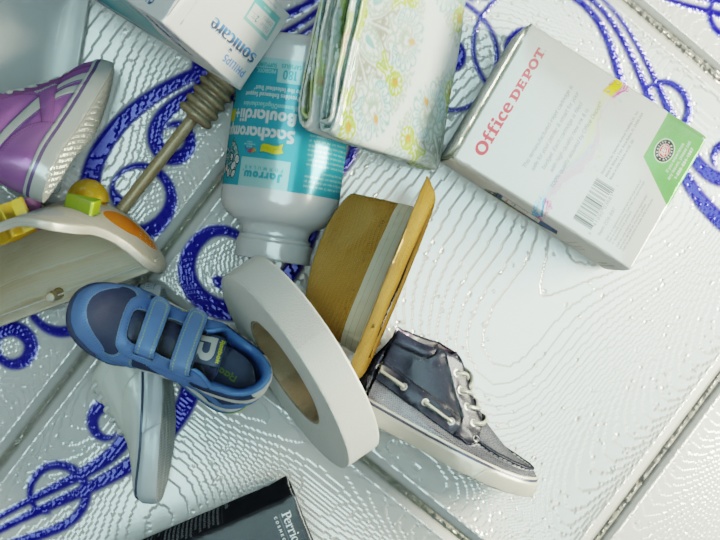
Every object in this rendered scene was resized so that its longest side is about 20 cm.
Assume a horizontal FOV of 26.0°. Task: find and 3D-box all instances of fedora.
[{"bbox_3d":[0.000,0.000,1.396,0.081,0.201,0.203,22,89,3],"label":"fedora"}]

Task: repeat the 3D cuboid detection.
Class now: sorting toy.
[{"bbox_3d":[-0.294,-0.018,1.356,0.198,0.180,0.108,-19,87,6],"label":"sorting toy"}]

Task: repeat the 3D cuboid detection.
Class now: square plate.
[{"bbox_3d":[-0.337,-0.180,1.389,0.199,0.028,0.201,9,90,-48],"label":"square plate"}]

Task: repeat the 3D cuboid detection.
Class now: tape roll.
[{"bbox_3d":[-0.055,0.081,1.381,0.037,0.203,0.204,-32,93,-14],"label":"tape roll"}]

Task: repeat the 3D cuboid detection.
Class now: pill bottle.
[{"bbox_3d":[-0.067,-0.109,1.422,0.109,0.111,0.203,7,90,-5],"label":"pill bottle"}]

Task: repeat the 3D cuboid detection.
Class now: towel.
[{"bbox_3d":[0.024,-0.191,1.402,0.048,0.199,0.173,12,90,35],"label":"towel"}]

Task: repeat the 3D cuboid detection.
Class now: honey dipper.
[{"bbox_3d":[-0.187,-0.098,1.451,0.038,0.038,0.201,37,90,-4],"label":"honey dipper"}]

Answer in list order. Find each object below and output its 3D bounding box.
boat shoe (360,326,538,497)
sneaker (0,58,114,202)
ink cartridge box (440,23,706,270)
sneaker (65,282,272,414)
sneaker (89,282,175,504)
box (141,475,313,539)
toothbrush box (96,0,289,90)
[{"bbox_3d":[0.091,0.130,1.456,0.198,0.075,0.093,27,95,-5],"label":"boat shoe"},{"bbox_3d":[-0.290,-0.146,1.372,0.113,0.201,0.073,22,123,0],"label":"sneaker"},{"bbox_3d":[0.194,-0.113,1.456,0.199,0.087,0.146,31,88,-6],"label":"ink cartridge box"},{"bbox_3d":[-0.162,0.063,1.377,0.199,0.082,0.075,25,72,-24],"label":"sneaker"},{"bbox_3d":[-0.211,0.114,1.441,0.070,0.073,0.203,-3,82,5],"label":"sneaker"},{"bbox_3d":[-0.115,0.323,1.420,0.195,0.124,0.202,-23,93,-6],"label":"box"},{"bbox_3d":[-0.181,-0.258,1.353,0.199,0.146,0.086,35,89,29],"label":"toothbrush box"}]
